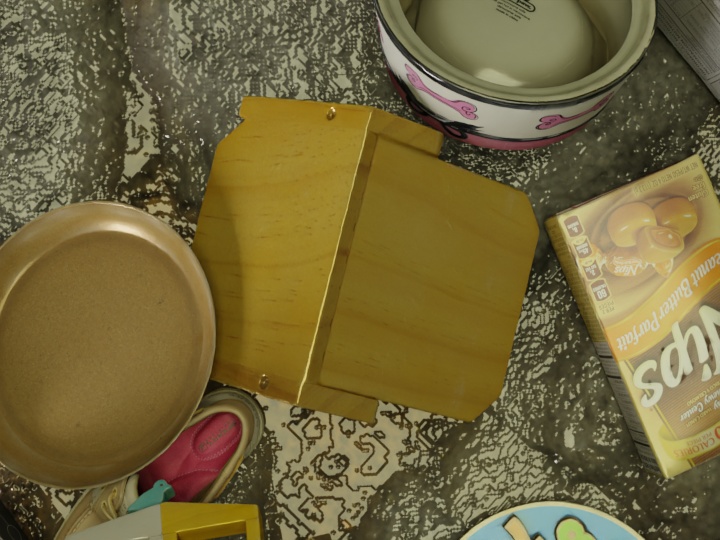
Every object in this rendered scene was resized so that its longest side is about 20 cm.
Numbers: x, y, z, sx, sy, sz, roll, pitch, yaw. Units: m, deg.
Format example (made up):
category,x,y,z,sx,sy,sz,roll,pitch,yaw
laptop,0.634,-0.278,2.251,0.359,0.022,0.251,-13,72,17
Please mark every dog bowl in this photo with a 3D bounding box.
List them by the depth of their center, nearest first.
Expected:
category,x,y,z,sx,sy,sz,roll,pitch,yaw
dog bowl,0.100,-0.171,0.880,0.196,0.074,0.203,3,58,-4

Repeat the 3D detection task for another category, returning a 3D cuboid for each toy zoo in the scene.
category,x,y,z,sx,sy,sz,roll,pitch,yaw
toy zoo,-0.120,0.223,0.792,0.129,0.021,0.202,-9,55,0

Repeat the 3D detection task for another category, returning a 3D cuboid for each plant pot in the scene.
category,x,y,z,sx,sy,sz,roll,pitch,yaw
plant pot,-0.190,0.052,0.893,0.196,0.027,0.204,-4,76,14

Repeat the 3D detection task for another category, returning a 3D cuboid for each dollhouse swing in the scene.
category,x,y,z,sx,sy,sz,roll,pitch,yaw
dollhouse swing,0.000,0.000,0.922,0.180,0.175,0.203,11,86,40

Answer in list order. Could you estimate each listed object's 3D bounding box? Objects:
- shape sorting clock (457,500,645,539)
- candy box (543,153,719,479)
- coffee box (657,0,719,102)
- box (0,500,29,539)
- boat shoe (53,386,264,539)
category,x,y,z,sx,sy,sz,roll,pitch,yaw
shape sorting clock,0.138,0.268,0.909,0.196,0.039,0.204,0,87,-2
candy box,0.225,0.033,0.916,0.114,0.055,0.203,-23,88,-3
coffee box,0.328,-0.214,0.861,0.199,0.198,0.201,-41,91,-4
box,-0.312,0.252,0.826,0.199,0.149,0.125,-37,89,9
boat shoe,-0.150,0.160,0.891,0.074,0.069,0.200,43,87,1
